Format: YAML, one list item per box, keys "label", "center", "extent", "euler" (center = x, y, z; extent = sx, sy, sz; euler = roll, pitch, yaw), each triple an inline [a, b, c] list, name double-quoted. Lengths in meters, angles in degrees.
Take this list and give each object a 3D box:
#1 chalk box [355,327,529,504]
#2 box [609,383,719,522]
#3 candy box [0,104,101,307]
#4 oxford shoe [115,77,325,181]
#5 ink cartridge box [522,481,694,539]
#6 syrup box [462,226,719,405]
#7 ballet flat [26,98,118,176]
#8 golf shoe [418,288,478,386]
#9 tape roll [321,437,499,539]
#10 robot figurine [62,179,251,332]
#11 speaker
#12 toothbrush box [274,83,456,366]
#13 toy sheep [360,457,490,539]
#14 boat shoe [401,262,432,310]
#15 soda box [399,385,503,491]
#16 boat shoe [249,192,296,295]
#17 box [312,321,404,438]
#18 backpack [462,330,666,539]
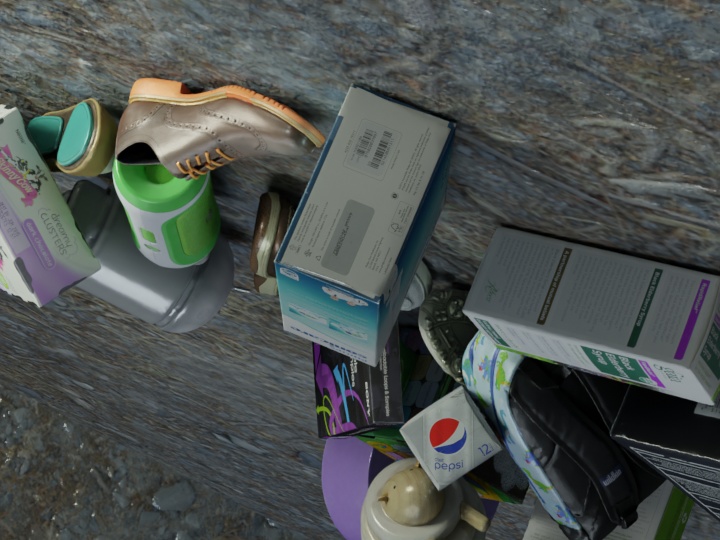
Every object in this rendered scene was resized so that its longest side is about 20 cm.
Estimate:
- label: "chalk box"
  center: [0.082, 0.137, 1.905]
  extent: [0.200, 0.125, 0.124]
  euler: [34, 161, -32]
- label: "box"
  center: [0.344, 0.136, 1.511]
  extent: [0.199, 0.124, 0.198]
  euler: [11, 160, 44]
- label: "candy box"
  center: [-0.336, -0.067, 1.719]
  extent: [0.200, 0.071, 0.169]
  euler: [16, 135, 60]
- label: "oxford shoe"
  center: [-0.111, -0.100, 1.468]
  extent: [0.199, 0.073, 0.071]
  euler: [9, 159, 41]
- label: "ink cartridge box"
  center: [0.256, 0.284, 2.001]
  extent: [0.147, 0.201, 0.076]
  euler: [13, 163, 33]
- label: "syrup box"
  center: [0.191, 0.034, 1.470]
  extent: [0.199, 0.082, 0.079]
  euler: [15, 164, 32]
- label: "ballet flat"
  center: [-0.240, -0.113, 1.651]
  extent: [0.063, 0.069, 0.200]
  euler: [20, 177, -26]
- label: "golf shoe"
  center: [0.094, 0.073, 1.762]
  extent: [0.097, 0.079, 0.200]
  euler: [14, 162, 40]
- label: "tape roll"
  center: [0.060, 0.219, 2.071]
  extent: [0.200, 0.201, 0.085]
  euler: [34, 161, -35]
- label: "robot figurine"
  center: [-0.206, -0.012, 1.831]
  extent: [0.199, 0.114, 0.169]
  euler: [29, 160, -20]
- label: "speaker"
  center: [-0.168, -0.064, 1.651]
  extent: [0.088, 0.089, 0.200]
  euler: [21, 165, 5]
- label: "toothbrush box"
  center: [0.004, -0.028, 1.405]
  extent: [0.085, 0.147, 0.200]
  euler: [22, 166, 7]
- label: "toy sheep"
  center: [0.065, 0.256, 1.851]
  extent: [0.137, 0.138, 0.201]
  euler: [18, 147, 19]
- label: "boat shoe"
  center: [0.001, 0.000, 1.649]
  extent: [0.070, 0.072, 0.201]
  euler: [14, 163, 30]
- label: "soda box"
  center: [0.080, 0.146, 1.661]
  extent: [0.064, 0.068, 0.200]
  euler: [57, -179, 4]
- label: "boat shoe"
  center: [-0.057, -0.022, 1.687]
  extent: [0.074, 0.075, 0.202]
  euler: [9, 171, 0]
- label: "box"
  center: [-0.006, 0.085, 1.823]
  extent: [0.036, 0.144, 0.200]
  euler: [-1, 171, -18]
- label: "backpack"
  center: [0.179, 0.113, 1.622]
  extent: [0.200, 0.163, 0.154]
  euler: [48, 176, -42]
